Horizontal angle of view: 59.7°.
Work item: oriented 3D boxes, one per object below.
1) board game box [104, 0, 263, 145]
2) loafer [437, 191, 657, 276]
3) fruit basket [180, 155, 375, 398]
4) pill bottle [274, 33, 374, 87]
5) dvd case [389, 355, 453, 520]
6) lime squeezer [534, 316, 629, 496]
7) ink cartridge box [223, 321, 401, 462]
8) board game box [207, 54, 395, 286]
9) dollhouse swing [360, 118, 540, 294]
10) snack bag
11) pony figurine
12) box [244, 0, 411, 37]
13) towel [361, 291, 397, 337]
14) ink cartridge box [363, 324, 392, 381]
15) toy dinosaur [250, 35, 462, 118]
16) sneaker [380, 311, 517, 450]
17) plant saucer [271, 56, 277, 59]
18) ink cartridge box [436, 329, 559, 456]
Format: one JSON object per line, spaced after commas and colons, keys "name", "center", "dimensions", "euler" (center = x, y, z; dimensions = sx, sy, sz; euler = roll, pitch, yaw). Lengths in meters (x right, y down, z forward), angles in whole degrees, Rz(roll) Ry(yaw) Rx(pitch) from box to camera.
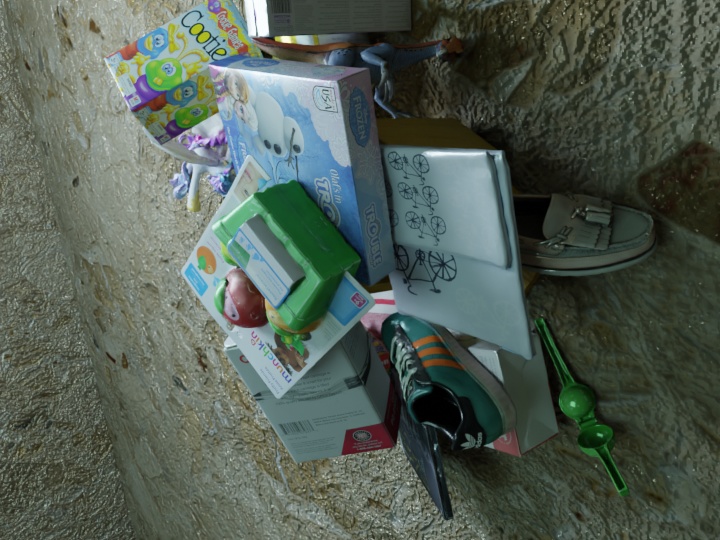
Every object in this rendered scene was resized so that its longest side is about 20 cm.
{"name": "board game box", "center": [-0.246, -0.294, 0.920], "dimensions": [0.103, 0.199, 0.105], "euler": [59, 178, 17]}
{"name": "loafer", "center": [0.157, -0.040, 0.561], "dimensions": [0.198, 0.072, 0.063], "euler": [1, 138, 24]}
{"name": "fruit basket", "center": [-0.099, 0.017, 0.629], "dimensions": [0.186, 0.094, 0.200], "euler": [51, 125, 8]}
{"name": "pill bottle", "center": [-0.043, -0.264, 0.755], "dimensions": [0.112, 0.111, 0.202], "euler": [4, 108, 52]}
{"name": "dvd case", "center": [0.070, 0.208, 0.823], "dimensions": [0.200, 0.016, 0.150], "euler": [-140, 37, -76]}
{"name": "lime squeezer", "center": [0.218, 0.141, 0.625], "dimensions": [0.038, 0.070, 0.201], "euler": [-37, 41, 23]}
{"name": "ink cartridge box", "center": [-0.052, 0.129, 0.765], "dimensions": [0.144, 0.084, 0.201], "euler": [-14, 120, 20]}
{"name": "board game box", "center": [-0.060, -0.104, 0.627], "dimensions": [0.198, 0.043, 0.201], "euler": [21, 132, 41]}
{"name": "dollhouse swing", "center": [0.071, -0.029, 0.678], "dimensions": [0.176, 0.181, 0.201], "euler": [60, 144, 33]}
{"name": "snack bag", "center": [0.070, -0.021, 0.583], "dimensions": [0.188, 0.021, 0.201], "euler": [16, 129, 48]}
{"name": "pony figurine", "center": [-0.258, -0.190, 1.058], "dimensions": [0.192, 0.167, 0.200], "euler": [27, 136, -6]}
{"name": "box", "center": [-0.027, -0.268, 0.656], "dimensions": [0.039, 0.199, 0.042], "euler": [20, 121, 44]}
{"name": "towel", "center": [0.000, 0.000, 0.895], "dimensions": [0.144, 0.023, 0.202], "euler": [-4, 102, 53]}
{"name": "ink cartridge box", "center": [-0.001, 0.120, 0.870], "dimensions": [0.109, 0.050, 0.201], "euler": [43, 148, 53]}
{"name": "toy dinosaur", "center": [0.007, -0.223, 0.658], "dimensions": [0.201, 0.181, 0.105], "euler": [57, 178, -1]}
{"name": "sneaker", "center": [0.071, 0.111, 0.669], "dimensions": [0.200, 0.079, 0.072], "euler": [40, 135, 44]}
{"name": "plant saucer", "center": [-0.114, -0.199, 0.883], "dimensions": [0.200, 0.048, 0.201], "euler": [130, 144, -52]}
{"name": "ink cartridge box", "center": [0.126, 0.133, 0.736], "dimensions": [0.200, 0.067, 0.117], "euler": [-5, 100, 60]}
